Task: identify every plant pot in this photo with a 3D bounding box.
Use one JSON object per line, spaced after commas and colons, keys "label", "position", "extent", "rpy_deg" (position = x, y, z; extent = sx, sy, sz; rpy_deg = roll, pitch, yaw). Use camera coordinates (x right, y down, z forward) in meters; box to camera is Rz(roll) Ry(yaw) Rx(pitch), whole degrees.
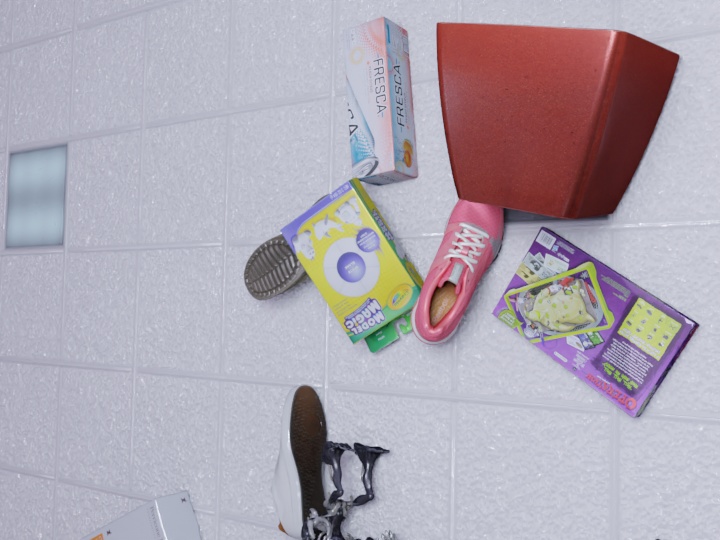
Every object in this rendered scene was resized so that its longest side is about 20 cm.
{"label": "plant pot", "position": [0.199, -0.154, 0.852], "extent": [0.198, 0.199, 0.179], "rpy_deg": [14, 103, 34]}

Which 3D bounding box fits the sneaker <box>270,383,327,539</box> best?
{"label": "sneaker", "position": [-0.094, 0.257, 1.088], "extent": [0.084, 0.072, 0.203], "rpy_deg": [-14, 72, 45]}

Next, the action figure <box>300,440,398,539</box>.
{"label": "action figure", "position": [-0.021, 0.320, 1.009], "extent": [0.102, 0.117, 0.203], "rpy_deg": [171, 109, -66]}

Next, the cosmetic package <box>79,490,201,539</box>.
{"label": "cosmetic package", "position": [-0.340, 0.428, 1.246], "extent": [0.199, 0.071, 0.103], "rpy_deg": [-33, 69, 28]}

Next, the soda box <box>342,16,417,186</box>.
{"label": "soda box", "position": [0.025, -0.217, 1.044], "extent": [0.068, 0.063, 0.203], "rpy_deg": [-8, 81, 33]}

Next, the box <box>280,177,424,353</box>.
{"label": "box", "position": [0.000, 0.000, 1.015], "extent": [0.117, 0.048, 0.201], "rpy_deg": [-33, 94, 19]}

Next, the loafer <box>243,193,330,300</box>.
{"label": "loafer", "position": [-0.076, -0.026, 1.096], "extent": [0.199, 0.068, 0.076], "rpy_deg": [-36, 72, 23]}

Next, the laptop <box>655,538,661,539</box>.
{"label": "laptop", "position": [0.334, 0.396, 0.759], "extent": [0.198, 0.115, 0.190], "rpy_deg": [20, 97, 33]}

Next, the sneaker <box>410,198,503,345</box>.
{"label": "sneaker", "position": [0.119, -0.005, 0.932], "extent": [0.073, 0.087, 0.203], "rpy_deg": [22, 91, 4]}

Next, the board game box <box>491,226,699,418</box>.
{"label": "board game box", "position": [0.253, 0.053, 0.891], "extent": [0.199, 0.032, 0.121], "rpy_deg": [38, 104, 31]}
